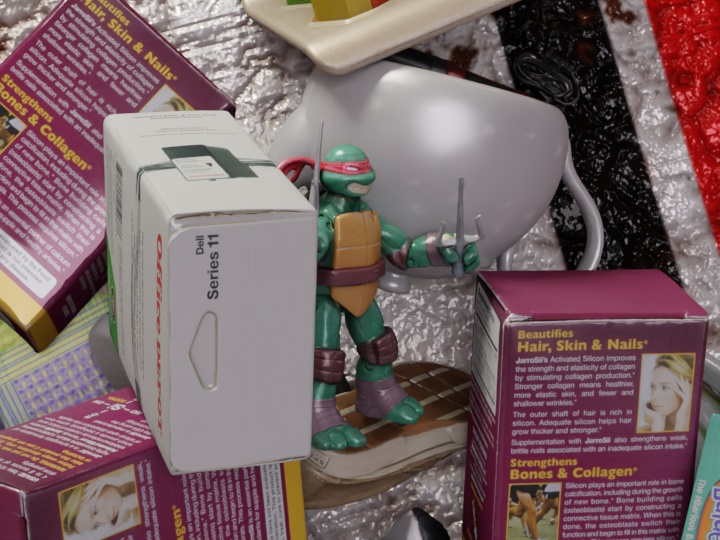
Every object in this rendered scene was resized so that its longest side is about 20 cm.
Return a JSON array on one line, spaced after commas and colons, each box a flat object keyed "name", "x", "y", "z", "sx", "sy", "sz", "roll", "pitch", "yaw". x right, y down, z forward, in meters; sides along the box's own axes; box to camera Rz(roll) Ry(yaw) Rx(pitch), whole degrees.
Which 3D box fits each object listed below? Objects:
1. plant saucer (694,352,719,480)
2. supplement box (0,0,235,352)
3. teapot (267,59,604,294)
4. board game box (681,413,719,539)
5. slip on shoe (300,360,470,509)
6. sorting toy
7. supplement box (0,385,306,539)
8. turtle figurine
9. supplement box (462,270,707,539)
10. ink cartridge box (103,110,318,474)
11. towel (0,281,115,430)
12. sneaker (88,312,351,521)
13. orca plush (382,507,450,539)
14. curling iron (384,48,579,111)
[{"name": "plant saucer", "x": 0.198, "y": 0.149, "z": 1.125, "sx": 0.197, "sy": 0.050, "sz": 0.203, "roll": 1, "pitch": 84, "yaw": -9}, {"name": "supplement box", "x": -0.194, "y": -0.068, "z": 1.034, "sx": 0.131, "sy": 0.103, "sz": 0.200, "roll": 42, "pitch": 78, "yaw": 3}, {"name": "teapot", "x": 0.044, "y": -0.056, "z": 1.059, "sx": 0.198, "sy": 0.197, "sz": 0.148, "roll": 16, "pitch": 95, "yaw": 31}, {"name": "board game box", "x": 0.252, "y": 0.186, "z": 1.012, "sx": 0.045, "sy": 0.200, "sz": 0.154, "roll": 11, "pitch": 82, "yaw": 30}, {"name": "slip on shoe", "x": 0.022, "y": 0.114, "z": 1.063, "sx": 0.076, "sy": 0.199, "sz": 0.061, "roll": 38, "pitch": 120, "yaw": 26}, {"name": "sorting toy", "x": 0.023, "y": -0.202, "z": 1.063, "sx": 0.183, "sy": 0.200, "sz": 0.037, "roll": -24, "pitch": 118, "yaw": -10}, {"name": "supplement box", "x": -0.135, "y": 0.148, "z": 0.914, "sx": 0.199, "sy": 0.102, "sz": 0.133, "roll": -16, "pitch": 108, "yaw": -43}, {"name": "turtle figurine", "x": 0.000, "y": 0.000, "z": 0.958, "sx": 0.148, "sy": 0.100, "sz": 0.203, "roll": -9, "pitch": 109, "yaw": -31}, {"name": "supplement box", "x": 0.138, "y": 0.109, "z": 1.005, "sx": 0.129, "sy": 0.103, "sz": 0.203, "roll": 0, "pitch": 106, "yaw": -8}, {"name": "ink cartridge box", "x": -0.089, "y": 0.005, "z": 0.890, "sx": 0.082, "sy": 0.200, "sz": 0.149, "roll": -4, "pitch": 112, "yaw": -17}, {"name": "towel", "x": -0.175, "y": 0.103, "z": 1.084, "sx": 0.142, "sy": 0.023, "sz": 0.202, "roll": -28, "pitch": 89, "yaw": -10}, {"name": "sneaker", "x": -0.085, "y": 0.069, "z": 1.067, "sx": 0.200, "sy": 0.073, "sz": 0.112, "roll": 44, "pitch": 58, "yaw": -19}, {"name": "orca plush", "x": 0.025, "y": 0.263, "z": 1.066, "sx": 0.070, "sy": 0.105, "sz": 0.202, "roll": 21, "pitch": 84, "yaw": -16}, {"name": "curling iron", "x": 0.063, "y": -0.150, "z": 1.145, "sx": 0.197, "sy": 0.026, "sz": 0.050, "roll": 11, "pitch": 62, "yaw": -3}]
